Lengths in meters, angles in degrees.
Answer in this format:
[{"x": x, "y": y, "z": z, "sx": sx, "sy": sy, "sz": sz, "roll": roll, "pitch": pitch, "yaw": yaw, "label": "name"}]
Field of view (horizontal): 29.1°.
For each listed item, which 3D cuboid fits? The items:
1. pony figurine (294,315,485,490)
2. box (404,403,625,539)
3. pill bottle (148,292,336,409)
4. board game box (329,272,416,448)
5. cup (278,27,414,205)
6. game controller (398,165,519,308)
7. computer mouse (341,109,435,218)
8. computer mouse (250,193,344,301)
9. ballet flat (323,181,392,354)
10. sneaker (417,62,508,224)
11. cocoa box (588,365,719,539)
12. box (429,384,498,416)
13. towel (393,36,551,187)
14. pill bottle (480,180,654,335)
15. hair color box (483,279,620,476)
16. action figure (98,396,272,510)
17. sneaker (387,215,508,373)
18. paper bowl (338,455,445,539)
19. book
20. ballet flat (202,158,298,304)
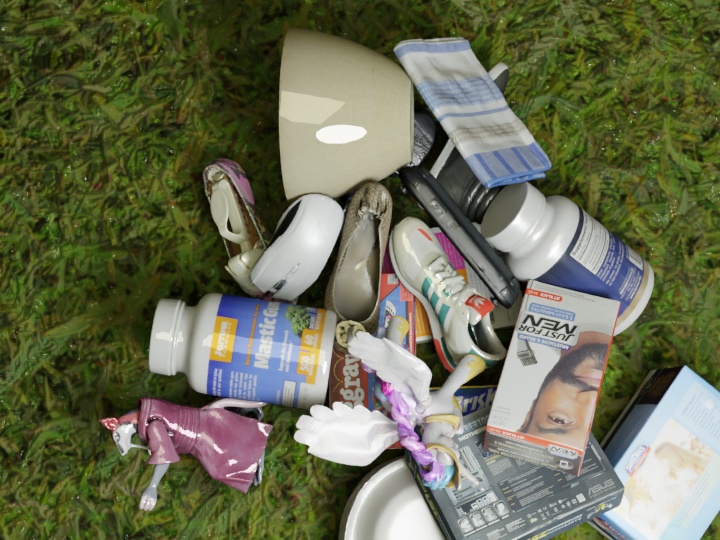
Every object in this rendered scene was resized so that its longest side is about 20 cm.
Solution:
[{"x": 0.047, "y": 0.136, "z": 1.481, "sx": 0.191, "sy": 0.201, "sz": 0.167, "roll": 28, "pitch": 120, "yaw": -9, "label": "pony figurine"}, {"x": 0.169, "y": 0.225, "z": 1.538, "sx": 0.198, "sy": 0.051, "sz": 0.159, "roll": -22, "pitch": 59, "yaw": -13, "label": "box"}, {"x": -0.130, "y": 0.086, "z": 1.535, "sx": 0.197, "sy": 0.112, "sz": 0.114, "roll": 8, "pitch": 82, "yaw": -1, "label": "pill bottle"}, {"x": 0.014, "y": 0.104, "z": 1.605, "sx": 0.101, "sy": 0.019, "sz": 0.203, "roll": -3, "pitch": 78, "yaw": 12, "label": "board game box"}, {"x": -0.011, "y": -0.176, "z": 1.587, "sx": 0.141, "sy": 0.200, "sz": 0.203, "roll": 0, "pitch": 83, "yaw": 5, "label": "cup"}, {"x": 0.112, "y": -0.040, "z": 1.604, "sx": 0.042, "sy": 0.104, "sz": 0.201, "roll": -39, "pitch": 94, "yaw": -2, "label": "game controller"}, {"x": 0.016, "y": -0.118, "z": 1.686, "sx": 0.200, "sy": 0.034, "sz": 0.059, "roll": -44, "pitch": 106, "yaw": -5, "label": "computer mouse"}, {"x": -0.087, "y": 0.001, "z": 1.578, "sx": 0.109, "sy": 0.044, "sz": 0.201, "roll": 25, "pitch": 116, "yaw": -19, "label": "computer mouse"}, {"x": 0.000, "y": 0.000, "z": 1.565, "sx": 0.066, "sy": 0.046, "sz": 0.203, "roll": 11, "pitch": 103, "yaw": -4, "label": "ballet flat"}, {"x": 0.156, "y": -0.145, "z": 1.672, "sx": 0.098, "sy": 0.071, "sz": 0.202, "roll": 27, "pitch": 87, "yaw": 13, "label": "sneaker"}, {"x": 0.355, "y": 0.230, "z": 1.627, "sx": 0.133, "sy": 0.131, "sz": 0.201, "roll": 37, "pitch": 80, "yaw": -1, "label": "cocoa box"}, {"x": 0.143, "y": 0.169, "z": 1.640, "sx": 0.197, "sy": 0.070, "sz": 0.065, "roll": -1, "pitch": 82, "yaw": -7, "label": "box"}, {"x": 0.129, "y": -0.184, "z": 1.581, "sx": 0.146, "sy": 0.024, "sz": 0.201, "roll": -13, "pitch": 67, "yaw": -52, "label": "towel"}, {"x": 0.239, "y": -0.017, "z": 1.627, "sx": 0.199, "sy": 0.111, "sz": 0.112, "roll": 35, "pitch": 80, "yaw": -20, "label": "pill bottle"}, {"x": 0.214, "y": 0.116, "z": 1.544, "sx": 0.109, "sy": 0.064, "sz": 0.202, "roll": 13, "pitch": 57, "yaw": 11, "label": "hair color box"}, {"x": -0.193, "y": 0.178, "z": 1.551, "sx": 0.198, "sy": 0.134, "sz": 0.150, "roll": 15, "pitch": 111, "yaw": -28, "label": "action figure"}, {"x": 0.107, "y": 0.024, "z": 1.578, "sx": 0.070, "sy": 0.093, "sz": 0.202, "roll": -34, "pitch": 104, "yaw": -36, "label": "sneaker"}, {"x": 0.077, "y": 0.313, "z": 1.599, "sx": 0.198, "sy": 0.104, "sz": 0.204, "roll": 1, "pitch": 82, "yaw": -8, "label": "paper bowl"}, {"x": 0.092, "y": 0.015, "z": 1.668, "sx": 0.197, "sy": 0.048, "sz": 0.136, "roll": -9, "pitch": 82, "yaw": -9, "label": "book"}, {"x": -0.139, "y": -0.037, "z": 1.629, "sx": 0.069, "sy": 0.071, "sz": 0.202, "roll": -25, "pitch": 85, "yaw": 25, "label": "ballet flat"}]
